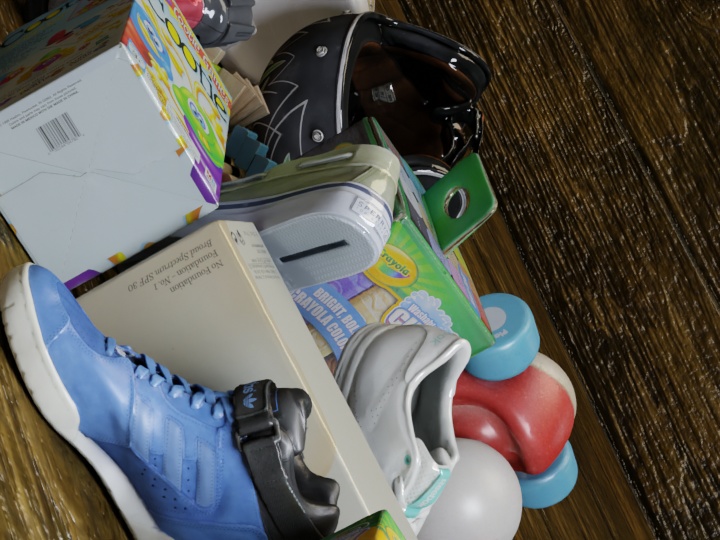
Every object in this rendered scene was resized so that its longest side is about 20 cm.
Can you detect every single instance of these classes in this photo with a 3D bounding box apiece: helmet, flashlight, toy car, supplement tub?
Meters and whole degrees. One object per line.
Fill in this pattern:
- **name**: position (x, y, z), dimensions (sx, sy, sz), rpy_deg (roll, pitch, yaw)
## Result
- **helmet**: position (0.002, -0.120, 1.867), dimensions (0.190, 0.201, 0.200), rpy_deg (17, 20, -8)
- **flashlight**: position (-0.138, -0.171, 1.465), dimensions (0.200, 0.068, 0.068), rpy_deg (-7, 95, -60)
- **toy car**: position (0.057, 0.149, 1.612), dimensions (0.185, 0.176, 0.201), rpy_deg (71, 28, -43)
- **supplement tub**: position (-0.060, -0.240, 2.029), dimensions (0.145, 0.144, 0.200), rpy_deg (59, 9, -12)

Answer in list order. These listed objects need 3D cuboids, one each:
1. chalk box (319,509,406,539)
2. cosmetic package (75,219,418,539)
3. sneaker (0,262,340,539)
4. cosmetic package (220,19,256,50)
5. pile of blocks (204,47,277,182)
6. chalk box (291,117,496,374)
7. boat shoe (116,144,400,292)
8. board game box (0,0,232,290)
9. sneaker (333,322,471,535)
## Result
- **chalk box**: position (-0.017, 0.198, 1.012), dimensions (0.124, 0.124, 0.200), rpy_deg (61, 8, -5)
- **cosmetic package**: position (-0.062, 0.084, 1.167), dimensions (0.201, 0.103, 0.073), rpy_deg (61, 11, 7)
- **sneaker**: position (-0.084, 0.065, 1.073), dimensions (0.201, 0.111, 0.077), rpy_deg (60, 9, -10)
- **cosmetic package**: position (-0.163, -0.239, 1.654), dimensions (0.107, 0.090, 0.200), rpy_deg (66, 7, 29)
- **pile of blocks**: position (-0.102, -0.089, 1.537), dimensions (0.201, 0.082, 0.062), rpy_deg (63, 9, 9)
- **chalk box**: position (0.000, 0.000, 1.407), dimensions (0.124, 0.199, 0.125), rpy_deg (55, 11, -35)
- **boat shoe**: position (-0.055, -0.022, 1.253), dimensions (0.072, 0.199, 0.062), rpy_deg (53, 47, -30)
- **board game box**: position (-0.142, -0.085, 1.229), dimensions (0.103, 0.105, 0.200), rpy_deg (59, 10, -19)
- **sneaker**: position (0.014, 0.125, 1.214), dimensions (0.075, 0.088, 0.201), rpy_deg (21, 76, -40)
